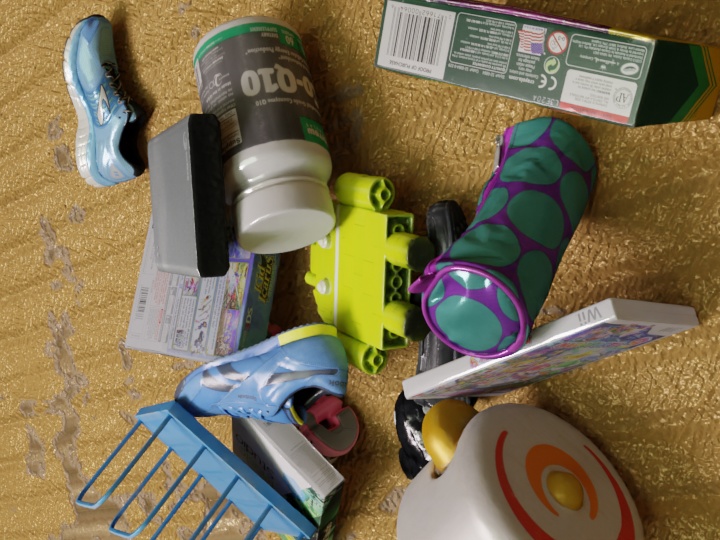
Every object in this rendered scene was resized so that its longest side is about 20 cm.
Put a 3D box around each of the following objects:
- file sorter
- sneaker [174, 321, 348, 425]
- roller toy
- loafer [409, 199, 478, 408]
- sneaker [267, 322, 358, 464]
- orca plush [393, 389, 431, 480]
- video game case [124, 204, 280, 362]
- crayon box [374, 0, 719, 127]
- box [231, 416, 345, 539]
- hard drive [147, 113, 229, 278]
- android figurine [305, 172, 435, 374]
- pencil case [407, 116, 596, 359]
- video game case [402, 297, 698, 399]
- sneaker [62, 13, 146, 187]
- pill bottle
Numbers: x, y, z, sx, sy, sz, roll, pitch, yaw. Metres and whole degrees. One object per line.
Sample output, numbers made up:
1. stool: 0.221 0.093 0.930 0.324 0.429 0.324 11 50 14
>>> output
1. file sorter: -0.174 0.249 0.879 0.200 0.123 0.138 45 152 -13
2. sneaker: -0.099 0.118 0.820 0.198 0.066 0.080 -23 66 23
3. roller toy: 0.134 0.210 0.708 0.140 0.180 0.202 -54 34 35
4. loafer: 0.070 0.037 0.784 0.069 0.068 0.204 2 107 22
5. sneaker: -0.089 0.143 0.945 0.200 0.078 0.096 48 140 22
6. orca plush: 0.068 0.216 0.832 0.104 0.071 0.204 -2 100 38
7. video game case: -0.168 -0.003 0.935 0.179 0.045 0.204 4 80 38
8. crayon box: 0.140 -0.153 0.617 0.198 0.171 0.059 22 111 32
9. box: -0.084 0.230 0.931 0.144 0.036 0.201 41 149 23
10. hard drive: -0.169 -0.067 0.826 0.199 0.032 0.142 -176 83 -66
11. android figurine: 0.000 0.000 0.813 0.199 0.041 0.185 20 111 56
12. pencil case: 0.115 -0.031 0.652 0.092 0.201 0.085 34 140 -3
13. video game case: 0.150 0.067 0.684 0.199 0.142 0.018 -29 66 39
14. sneaker: -0.294 -0.204 1.028 0.088 0.078 0.204 1 106 19
15. pill bottle: -0.090 -0.127 0.813 0.112 0.112 0.203 -30 66 39
